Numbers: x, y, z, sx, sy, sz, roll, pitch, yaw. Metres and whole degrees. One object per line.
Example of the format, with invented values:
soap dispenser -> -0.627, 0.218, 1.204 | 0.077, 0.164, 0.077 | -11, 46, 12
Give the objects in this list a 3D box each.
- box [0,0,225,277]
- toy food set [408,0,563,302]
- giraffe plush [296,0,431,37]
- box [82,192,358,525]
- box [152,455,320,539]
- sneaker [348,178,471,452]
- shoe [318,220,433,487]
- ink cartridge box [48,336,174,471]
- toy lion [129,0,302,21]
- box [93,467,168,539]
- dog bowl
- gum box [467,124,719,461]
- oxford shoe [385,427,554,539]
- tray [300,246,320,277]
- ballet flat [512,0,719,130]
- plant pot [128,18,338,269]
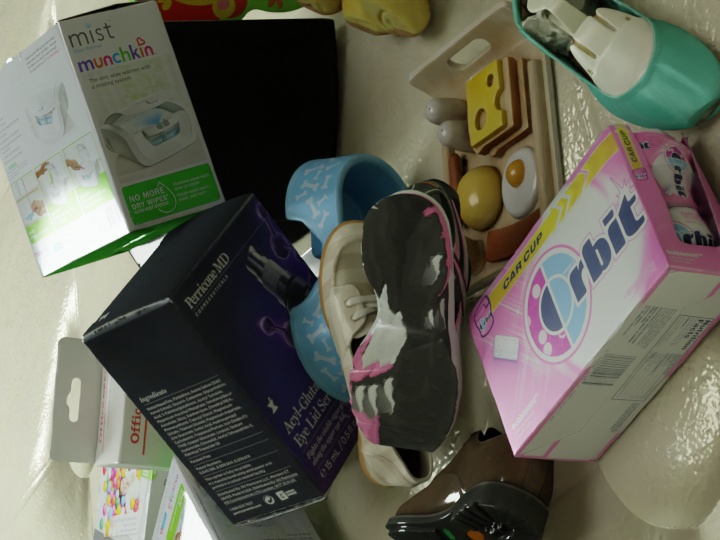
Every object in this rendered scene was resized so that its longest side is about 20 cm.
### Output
box -> -0.221, -0.104, 1.381 | 0.200, 0.097, 0.177 | -21, 88, 58
toy food set -> 0.079, -0.076, 1.207 | 0.143, 0.060, 0.201 | -34, 55, 56
giraffe plush -> 0.000, -0.303, 1.333 | 0.172, 0.200, 0.162 | 25, 81, 31
box -> -0.090, 0.069, 1.284 | 0.104, 0.200, 0.148 | -22, 23, 37
box -> -0.111, 0.284, 1.406 | 0.177, 0.096, 0.200 | 51, 132, 50
sneaker -> 0.047, 0.030, 1.143 | 0.086, 0.080, 0.201 | -45, -33, -57
shoe -> 0.018, 0.061, 1.211 | 0.053, 0.070, 0.201 | -174, 71, -70
ink cartridge box -> -0.167, 0.120, 1.483 | 0.068, 0.199, 0.116 | -14, 71, 61
toy lion -> -0.109, -0.285, 1.441 | 0.192, 0.200, 0.069 | -60, 33, 11
box -> -0.234, 0.247, 1.757 | 0.156, 0.041, 0.201 | 6, 87, 63
dog bowl -> 0.000, 0.000, 1.296 | 0.050, 0.111, 0.201 | -22, 63, 40
gum box -> 0.151, 0.015, 1.035 | 0.200, 0.066, 0.114 | -57, 37, 40
oxford shoe -> 0.082, 0.157, 1.156 | 0.200, 0.073, 0.085 | -35, 29, 59
tray -> -0.041, 0.082, 1.443 | 0.107, 0.022, 0.201 | -36, 52, 54
ballet flat -> 0.152, -0.145, 1.067 | 0.067, 0.070, 0.200 | -60, 33, 12
plant pot -> -0.130, -0.105, 1.499 | 0.200, 0.199, 0.178 | -33, 68, 56
